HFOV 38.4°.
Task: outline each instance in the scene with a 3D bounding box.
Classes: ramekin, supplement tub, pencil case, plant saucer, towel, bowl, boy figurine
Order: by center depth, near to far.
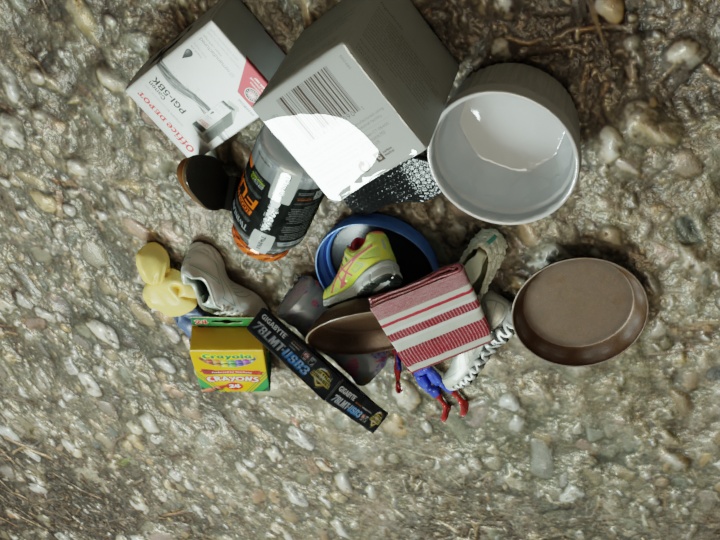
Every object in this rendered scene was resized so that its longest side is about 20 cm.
[{"bbox_3d":[0.191,-0.171,1.338,0.196,0.106,0.202,11,133,12],"label":"ramekin"},{"bbox_3d":[0.106,0.071,1.491,0.142,0.023,0.201,-21,142,8],"label":"towel"},{"bbox_3d":[-0.116,-0.114,1.498,0.121,0.123,0.201,26,133,-2],"label":"supplement tub"},{"bbox_3d":[0.319,0.055,1.511,0.196,0.035,0.203,2,127,3],"label":"plant saucer"},{"bbox_3d":[0.013,0.080,1.566,0.196,0.037,0.201,-7,159,-3],"label":"plant saucer"},{"bbox_3d":[0.029,-0.003,1.594,0.197,0.040,0.203,11,133,12],"label":"bowl"},{"bbox_3d":[-0.044,0.100,1.683,0.199,0.084,0.090,41,151,-15],"label":"pencil case"},{"bbox_3d":[-0.319,0.040,1.754,0.123,0.065,0.201,-19,120,34],"label":"boy figurine"}]

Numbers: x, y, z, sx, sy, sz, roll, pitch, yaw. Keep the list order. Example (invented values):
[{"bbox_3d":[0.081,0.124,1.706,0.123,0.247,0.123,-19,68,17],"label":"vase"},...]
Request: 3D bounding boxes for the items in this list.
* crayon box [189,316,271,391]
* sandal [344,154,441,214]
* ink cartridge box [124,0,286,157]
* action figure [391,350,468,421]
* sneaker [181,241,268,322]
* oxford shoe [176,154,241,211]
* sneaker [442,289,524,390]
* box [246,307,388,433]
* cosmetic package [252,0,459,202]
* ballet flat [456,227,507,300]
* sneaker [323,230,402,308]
[{"bbox_3d":[-0.220,0.144,1.752,0.124,0.052,0.201,0,149,0],"label":"crayon box"},{"bbox_3d":[0.050,-0.130,1.480,0.198,0.045,0.076,-13,119,48],"label":"sandal"},{"bbox_3d":[-0.206,-0.261,1.432,0.198,0.083,0.147,-27,116,36],"label":"ink cartridge box"},{"bbox_3d":[0.099,0.184,1.693,0.065,0.100,0.201,-21,116,33],"label":"action figure"},{"bbox_3d":[-0.228,0.049,1.715,0.070,0.081,0.201,-26,118,35],"label":"sneaker"},{"bbox_3d":[-0.231,-0.125,1.509,0.070,0.073,0.200,13,174,14],"label":"oxford shoe"},{"bbox_3d":[0.177,0.107,1.616,0.080,0.075,0.201,34,125,1],"label":"sneaker"},{"bbox_3d":[-0.067,0.163,1.651,0.199,0.050,0.198,38,177,33],"label":"box"},{"bbox_3d":[-0.001,-0.231,1.296,0.164,0.201,0.165,-26,116,36],"label":"cosmetic package"},{"bbox_3d":[0.150,0.027,1.522,0.071,0.072,0.202,23,118,0],"label":"ballet flat"},{"bbox_3d":[0.000,0.000,1.540,0.077,0.092,0.199,-3,164,-31],"label":"sneaker"}]
